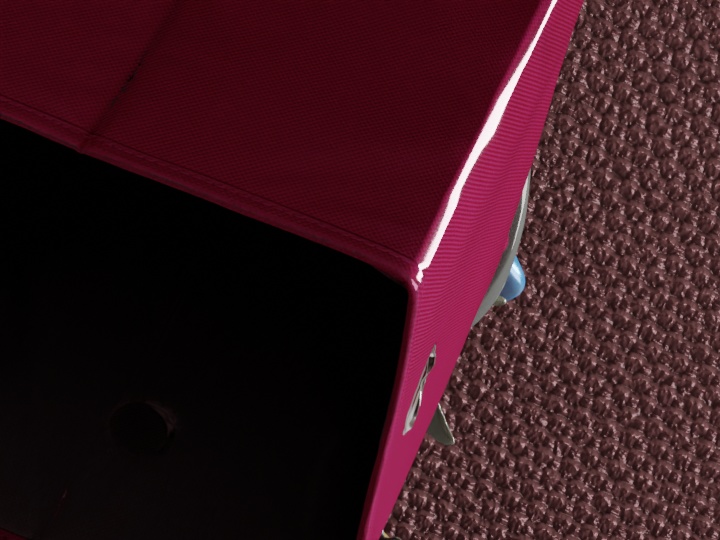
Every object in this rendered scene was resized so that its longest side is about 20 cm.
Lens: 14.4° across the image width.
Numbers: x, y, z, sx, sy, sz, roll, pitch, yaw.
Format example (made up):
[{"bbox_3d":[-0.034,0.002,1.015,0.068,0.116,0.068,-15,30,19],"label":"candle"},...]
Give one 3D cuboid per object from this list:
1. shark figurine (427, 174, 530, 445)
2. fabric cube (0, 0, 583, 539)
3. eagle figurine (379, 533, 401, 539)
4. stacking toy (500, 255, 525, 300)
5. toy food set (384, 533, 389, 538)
[{"bbox_3d":[0.015,0.004,1.195,0.089,0.129,0.214,-16,165,-39],"label":"shark figurine"},{"bbox_3d":[-0.053,-0.036,0.877,0.197,0.199,0.200,104,10,-48],"label":"fabric cube"},{"bbox_3d":[-0.079,0.171,1.071,0.200,0.151,0.152,-57,165,9],"label":"eagle figurine"},{"bbox_3d":[-0.010,0.048,1.364,0.116,0.109,0.201,49,48,-36],"label":"stacking toy"},{"bbox_3d":[-0.022,0.114,1.462,0.198,0.048,0.201,45,30,-61],"label":"toy food set"}]
